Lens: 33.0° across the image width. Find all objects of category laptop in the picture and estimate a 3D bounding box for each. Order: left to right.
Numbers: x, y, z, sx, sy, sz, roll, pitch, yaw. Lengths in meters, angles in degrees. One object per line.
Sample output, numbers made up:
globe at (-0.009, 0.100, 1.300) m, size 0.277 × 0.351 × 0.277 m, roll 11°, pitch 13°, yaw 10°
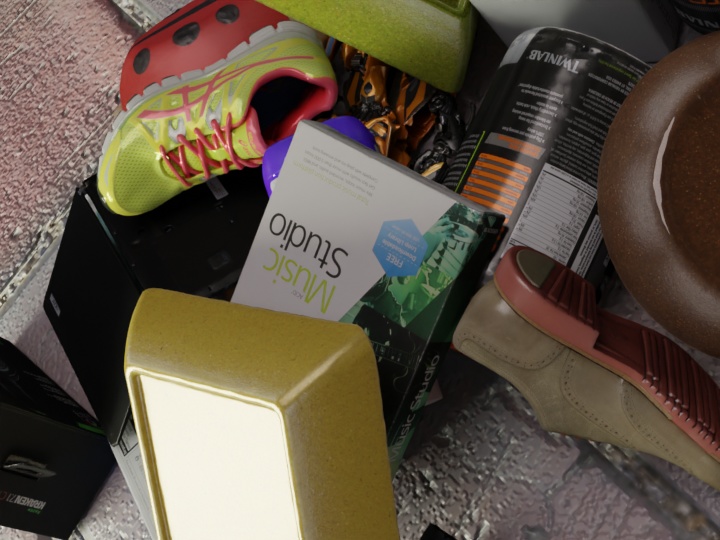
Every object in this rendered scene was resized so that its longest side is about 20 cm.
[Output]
laptop at (-0.147, 0.001, 0.934) m, size 0.199 × 0.104 × 0.177 m, roll -29°, pitch 49°, yaw -12°

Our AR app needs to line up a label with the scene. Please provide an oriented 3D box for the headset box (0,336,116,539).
headset box at (-0.306, 0.112, 0.937) m, size 0.199 × 0.174 × 0.093 m, roll 32°, pitch 89°, yaw 38°

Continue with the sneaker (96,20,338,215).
sneaker at (-0.101, -0.101, 0.867) m, size 0.199 × 0.078 × 0.090 m, roll -37°, pitch 41°, yaw -2°

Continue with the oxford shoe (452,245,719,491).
oxford shoe at (0.143, 0.070, 0.694) m, size 0.199 × 0.071 × 0.075 m, roll 38°, pitch 117°, yaw -4°

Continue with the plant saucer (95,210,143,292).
plant saucer at (-0.151, -0.062, 0.999) m, size 0.198 × 0.036 × 0.202 m, roll -13°, pitch 64°, yaw 27°

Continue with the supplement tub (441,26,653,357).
supplement tub at (0.111, -0.039, 0.768) m, size 0.122 × 0.122 × 0.201 m, roll 23°, pitch 84°, yaw 37°

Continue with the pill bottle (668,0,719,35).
pill bottle at (0.219, -0.207, 0.721) m, size 0.105 × 0.200 × 0.107 m, roll -14°, pitch 61°, yaw 28°

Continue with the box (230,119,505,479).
box at (-0.013, 0.028, 0.738) m, size 0.144 × 0.036 × 0.202 m, roll 29°, pitch 105°, yaw 31°

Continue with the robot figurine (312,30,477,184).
robot figurine at (0.021, -0.140, 0.907) m, size 0.144 × 0.058 × 0.202 m, roll 6°, pitch 73°, yaw 35°

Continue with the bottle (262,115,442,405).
bottle at (0.000, 0.000, 0.825) m, size 0.083 × 0.065 × 0.202 m, roll -22°, pitch 82°, yaw 10°

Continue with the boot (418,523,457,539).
boot at (0.063, 0.263, 0.697) m, size 0.199 × 0.076 × 0.169 m, roll 27°, pitch 83°, yaw 44°

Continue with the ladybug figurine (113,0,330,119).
ladybug figurine at (-0.112, -0.176, 0.964) m, size 0.199 × 0.072 × 0.136 m, roll -32°, pitch 28°, yaw -6°

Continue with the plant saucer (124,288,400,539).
plant saucer at (-0.069, 0.122, 0.722) m, size 0.199 × 0.048 × 0.202 m, roll 8°, pitch 113°, yaw 42°

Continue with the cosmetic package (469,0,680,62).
cosmetic package at (0.139, -0.270, 0.798) m, size 0.122 × 0.199 × 0.202 m, roll 6°, pitch 74°, yaw 34°

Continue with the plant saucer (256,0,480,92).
plant saucer at (0.019, -0.252, 0.827) m, size 0.048 × 0.199 × 0.201 m, roll -16°, pitch 56°, yaw 62°

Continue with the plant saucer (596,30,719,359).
plant saucer at (0.235, -0.046, 0.686) m, size 0.198 × 0.037 × 0.203 m, roll 0°, pitch 84°, yaw 5°

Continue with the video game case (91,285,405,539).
video game case at (-0.088, 0.114, 0.878) m, size 0.181 × 0.045 × 0.201 m, roll -43°, pitch 54°, yaw 12°
